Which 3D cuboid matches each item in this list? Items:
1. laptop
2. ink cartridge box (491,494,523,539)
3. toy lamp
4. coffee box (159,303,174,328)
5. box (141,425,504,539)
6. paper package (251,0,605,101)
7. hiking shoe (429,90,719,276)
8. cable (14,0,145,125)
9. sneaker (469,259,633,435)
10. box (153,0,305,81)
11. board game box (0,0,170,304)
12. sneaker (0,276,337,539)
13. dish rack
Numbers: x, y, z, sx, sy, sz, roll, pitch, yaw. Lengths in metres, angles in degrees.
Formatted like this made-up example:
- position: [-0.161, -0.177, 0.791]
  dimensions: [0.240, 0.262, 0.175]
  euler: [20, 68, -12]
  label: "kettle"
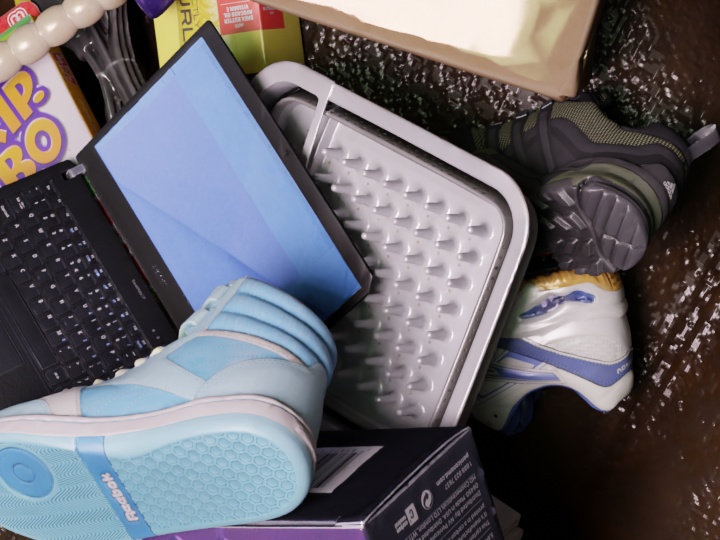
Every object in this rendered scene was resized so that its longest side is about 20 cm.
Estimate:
- position: [-0.127, -0.002, 1.163]
  dimensions: [0.178, 0.199, 0.103]
  euler: [57, 153, 18]
  label: "laptop"
- position: [-0.027, 0.150, 1.240]
  dimensions: [0.199, 0.083, 0.148]
  euler: [33, 131, 19]
  label: "ink cartridge box"
- position: [-0.172, -0.133, 1.230]
  dimensions: [0.199, 0.058, 0.058]
  euler: [-33, 81, 2]
  label: "toy lamp"
- position: [-0.184, -0.002, 1.321]
  dimensions: [0.199, 0.080, 0.114]
  euler: [22, 104, 21]
  label: "coffee box"
- position: [0.000, 0.189, 1.114]
  dimensions: [0.147, 0.104, 0.202]
  euler: [-6, 109, 38]
  label: "box"
- position: [0.047, -0.209, 1.145]
  dimensions: [0.198, 0.103, 0.192]
  euler: [18, 107, 6]
  label: "paper package"
- position: [0.098, -0.051, 1.191]
  dimensions: [0.199, 0.101, 0.076]
  euler: [13, 134, 46]
  label: "hiking shoe"
- position: [-0.140, -0.130, 1.290]
  dimensions: [0.097, 0.050, 0.201]
  euler: [-43, 70, 29]
  label: "cable"
- position: [0.054, 0.052, 1.219]
  dimensions: [0.198, 0.075, 0.089]
  euler: [-10, 98, 30]
  label: "sneaker"
- position: [-0.077, -0.157, 1.268]
  dimensions: [0.075, 0.050, 0.202]
  euler: [-4, 95, 27]
  label: "box"
- position: [-0.185, -0.051, 1.263]
  dimensions: [0.095, 0.030, 0.201]
  euler: [-32, 71, 12]
  label: "board game box"
- position: [-0.099, 0.065, 1.098]
  dimensions: [0.198, 0.131, 0.080]
  euler: [-4, 127, 22]
  label: "sneaker"
- position: [0.000, 0.000, 1.172]
  dimensions: [0.199, 0.043, 0.173]
  euler: [30, 105, 34]
  label: "dish rack"
